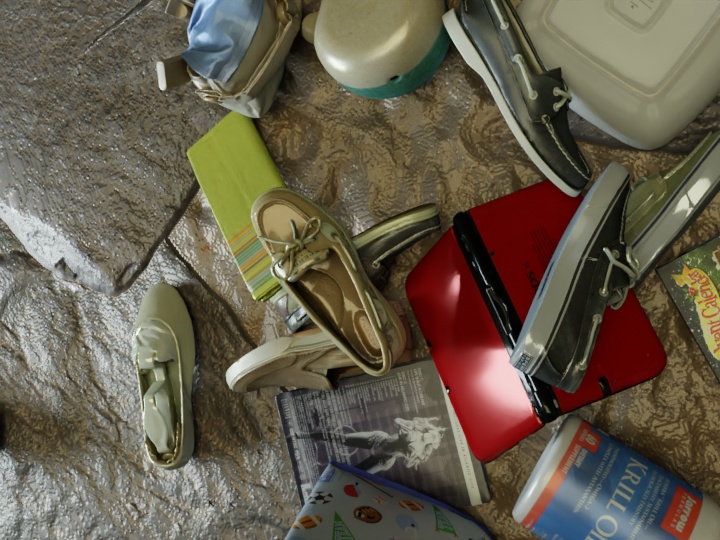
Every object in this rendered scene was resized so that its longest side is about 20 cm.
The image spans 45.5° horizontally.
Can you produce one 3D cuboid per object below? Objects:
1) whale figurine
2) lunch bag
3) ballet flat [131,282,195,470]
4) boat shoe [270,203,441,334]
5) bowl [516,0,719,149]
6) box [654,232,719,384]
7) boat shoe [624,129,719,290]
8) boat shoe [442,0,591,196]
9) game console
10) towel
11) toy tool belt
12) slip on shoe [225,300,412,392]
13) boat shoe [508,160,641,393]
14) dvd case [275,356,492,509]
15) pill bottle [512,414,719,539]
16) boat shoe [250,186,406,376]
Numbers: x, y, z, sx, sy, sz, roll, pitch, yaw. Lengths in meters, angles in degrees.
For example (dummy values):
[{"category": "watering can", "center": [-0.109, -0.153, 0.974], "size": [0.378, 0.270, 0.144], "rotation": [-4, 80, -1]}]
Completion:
[{"category": "whale figurine", "center": [0.019, -0.256, 0.833], "size": [0.158, 0.104, 0.202], "rotation": [-24, 60, 19]}, {"category": "lunch bag", "center": [0.030, 0.287, 0.782], "size": [0.198, 0.170, 0.125], "rotation": [15, 112, 9]}, {"category": "ballet flat", "center": [-0.212, 0.114, 0.916], "size": [0.069, 0.069, 0.203], "rotation": [-7, 89, 17]}, {"category": "boat shoe", "center": [-0.001, 0.000, 0.850], "size": [0.199, 0.072, 0.067], "rotation": [-27, 89, 21]}, {"category": "bowl", "center": [0.248, -0.231, 0.764], "size": [0.199, 0.075, 0.200], "rotation": [39, 102, 11]}, {"category": "box", "center": [0.369, 0.053, 0.751], "size": [0.136, 0.038, 0.201], "rotation": [-30, 83, 15]}, {"category": "boat shoe", "center": [0.259, -0.051, 0.766], "size": [0.062, 0.072, 0.201], "rotation": [42, 104, 19]}, {"category": "boat shoe", "center": [0.148, -0.159, 0.747], "size": [0.060, 0.076, 0.201], "rotation": [-35, 90, 24]}, {"category": "game console", "center": [0.150, 0.045, 0.787], "size": [0.171, 0.119, 0.202], "rotation": [-20, 68, -5]}, {"category": "towel", "center": [-0.111, -0.071, 0.875], "size": [0.086, 0.018, 0.201], "rotation": [-36, 63, 15]}, {"category": "toy tool belt", "center": [-0.122, -0.259, 0.834], "size": [0.124, 0.122, 0.202], "rotation": [25, 100, 42]}, {"category": "slip on shoe", "center": [-0.042, 0.093, 0.860], "size": [0.198, 0.076, 0.061], "rotation": [-21, 75, 9]}, {"category": "boat shoe", "center": [0.190, 0.004, 0.698], "size": [0.068, 0.074, 0.201], "rotation": [26, 65, 6]}, {"category": "dvd case", "center": [0.021, 0.177, 0.872], "size": [0.198, 0.016, 0.151], "rotation": [-15, 87, 17]}, {"category": "pill bottle", "center": [0.244, 0.225, 0.755], "size": [0.199, 0.112, 0.113], "rotation": [30, 100, 13]}, {"category": "boat shoe", "center": [-0.030, 0.007, 0.784], "size": [0.073, 0.063, 0.200], "rotation": [-41, 89, 13]}]
